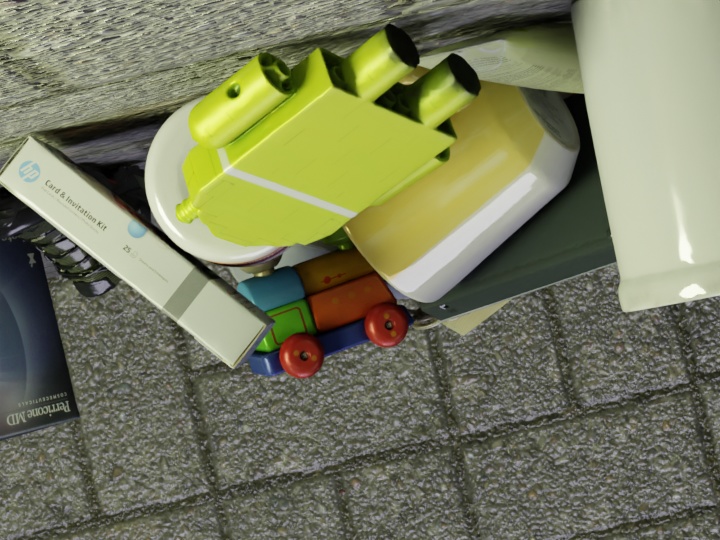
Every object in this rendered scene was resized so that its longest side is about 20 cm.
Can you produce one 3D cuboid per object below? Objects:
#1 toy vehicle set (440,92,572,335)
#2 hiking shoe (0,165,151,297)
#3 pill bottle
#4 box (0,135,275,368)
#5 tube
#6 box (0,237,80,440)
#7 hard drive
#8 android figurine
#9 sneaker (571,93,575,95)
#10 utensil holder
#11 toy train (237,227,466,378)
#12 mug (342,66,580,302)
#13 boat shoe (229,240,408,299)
[{"bbox_3d":[0.124,-0.058,1.821,0.026,0.200,0.124,28,144,-17],"label":"toy vehicle set"},{"bbox_3d":[-0.222,-0.029,1.818,0.076,0.101,0.200,-14,179,30],"label":"hiking shoe"},{"bbox_3d":[-0.086,-0.059,1.566,0.113,0.113,0.200,-13,179,-2],"label":"pill bottle"},{"bbox_3d":[-0.149,-0.011,1.552,0.041,0.200,0.156,-53,179,-1],"label":"box"},{"bbox_3d":[0.121,-0.144,1.520,0.200,0.052,0.058,-5,135,-50],"label":"tube"},{"bbox_3d":[-0.351,0.050,1.812,0.123,0.199,0.200,-14,180,44],"label":"box"},{"bbox_3d":[0.128,-0.053,1.666,0.033,0.140,0.200,28,147,-35],"label":"hard drive"},{"bbox_3d":[-0.027,-0.076,1.391,0.200,0.041,0.182,-35,147,30],"label":"android figurine"},{"bbox_3d":[0.211,-0.156,1.707,0.200,0.079,0.115,-29,160,39],"label":"sneaker"},{"bbox_3d":[0.230,-0.088,1.443,0.169,0.201,0.170,-11,179,0],"label":"utensil holder"},{"bbox_3d":[0.000,0.000,1.725,0.199,0.116,0.085,-20,-173,-17],"label":"toy train"},{"bbox_3d":[0.065,-0.076,1.597,0.153,0.150,0.186,-33,175,22],"label":"mug"},{"bbox_3d":[-0.002,-0.015,1.795,0.199,0.074,0.065,3,-140,6],"label":"boat shoe"}]
